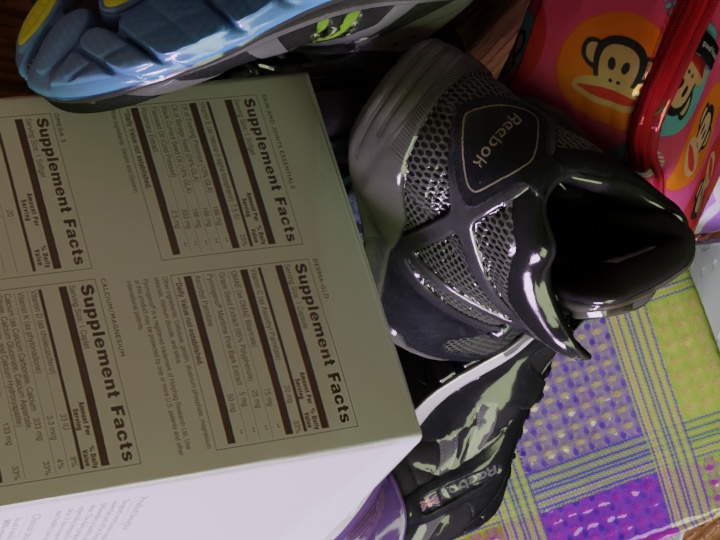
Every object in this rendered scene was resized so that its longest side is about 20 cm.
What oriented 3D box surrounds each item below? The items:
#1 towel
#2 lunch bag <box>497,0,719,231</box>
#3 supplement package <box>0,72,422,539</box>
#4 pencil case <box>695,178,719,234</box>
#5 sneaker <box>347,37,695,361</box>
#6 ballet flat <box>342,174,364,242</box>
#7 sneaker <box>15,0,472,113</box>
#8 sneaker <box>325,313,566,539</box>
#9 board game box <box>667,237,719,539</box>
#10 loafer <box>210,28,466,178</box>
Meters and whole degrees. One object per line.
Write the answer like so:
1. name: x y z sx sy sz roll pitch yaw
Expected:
1. towel: 0.077 0.079 0.937 0.199 0.144 0.023 -21 -170 -1
2. lunch bag: 0.121 -0.104 0.794 0.200 0.082 0.177 67 46 -70
3. supplement package: -0.111 0.036 0.725 0.199 0.151 0.152 -7 157 -25
4. pencil case: 0.164 -0.056 0.965 0.199 0.084 0.085 -3 166 -29
5. sneaker: 0.061 0.002 0.743 0.076 0.114 0.200 -48 159 -17
6. ballet flat: 0.000 0.000 0.871 0.074 0.075 0.200 -9 172 -24
7. sneaker: -0.020 -0.093 0.690 0.199 0.071 0.083 -21 145 -10
8. sneaker: 0.041 0.067 0.898 0.200 0.076 0.088 -44 127 -2
9. board game box: 0.157 0.077 1.049 0.200 0.026 0.201 -7 113 -67
10. loafer: -0.040 -0.070 0.831 0.199 0.063 0.072 -2 174 -26
